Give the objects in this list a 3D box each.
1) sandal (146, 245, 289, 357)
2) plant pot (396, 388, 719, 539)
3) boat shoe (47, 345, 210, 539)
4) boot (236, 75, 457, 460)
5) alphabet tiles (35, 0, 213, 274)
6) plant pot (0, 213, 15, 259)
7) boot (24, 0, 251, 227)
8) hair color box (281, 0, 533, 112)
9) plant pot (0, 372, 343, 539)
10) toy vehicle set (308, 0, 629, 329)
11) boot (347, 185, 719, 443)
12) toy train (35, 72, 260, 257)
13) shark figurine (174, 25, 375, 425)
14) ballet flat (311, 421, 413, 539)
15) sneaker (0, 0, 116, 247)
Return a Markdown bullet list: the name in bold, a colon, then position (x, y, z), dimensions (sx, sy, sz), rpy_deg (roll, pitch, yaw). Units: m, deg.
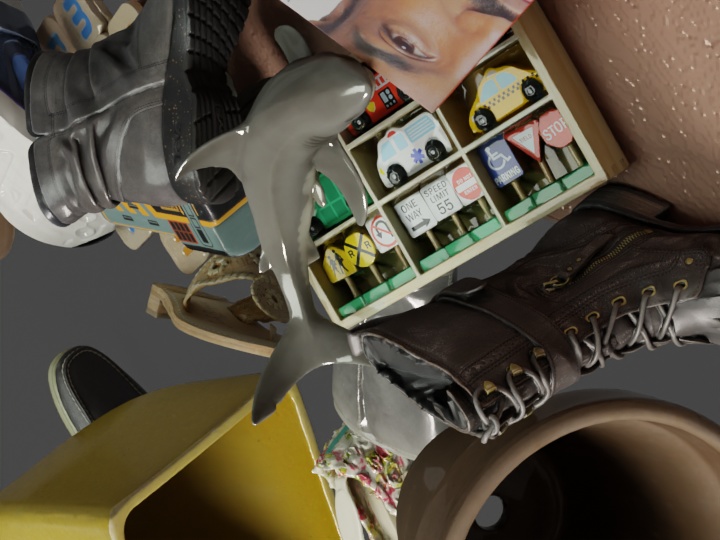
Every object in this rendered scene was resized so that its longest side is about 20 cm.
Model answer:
- **sandal**: position (-0.085, 0.008, 1.346), dimensions (0.212, 0.078, 0.070), rpy_deg (16, 94, 65)
- **plant pot**: position (0.102, 0.149, 1.116), dimensions (0.201, 0.200, 0.175), rpy_deg (68, 166, -15)
- **boat shoe**: position (-0.153, 0.133, 1.550), dimensions (0.200, 0.073, 0.065), rpy_deg (51, 144, -4)
- **boot**: position (-0.002, 0.001, 1.231), dimensions (0.182, 0.073, 0.200), rpy_deg (37, 148, 33)
- **alphabet tiles**: position (-0.151, -0.095, 1.400), dimensions (0.200, 0.015, 0.196), rpy_deg (57, 149, 4)
- **plant pot**: position (-0.368, -0.077, 1.649), dimensions (0.201, 0.093, 0.201), rpy_deg (35, 142, 33)
- **boot**: position (-0.135, -0.129, 1.191), dimensions (0.131, 0.070, 0.200), rpy_deg (-3, 77, 30)
- **hair color box**: position (0.049, -0.174, 0.941), dimensions (0.111, 0.064, 0.200), rpy_deg (36, 138, -6)
- **plant pot**: position (-0.148, 0.193, 1.427), dimensions (0.200, 0.195, 0.195), rpy_deg (0, 117, 40)
- **toy vehicle set**: position (0.032, -0.062, 1.092), dimensions (0.200, 0.027, 0.124), rpy_deg (-31, 89, 38)
- **boot**: position (0.113, 0.034, 0.983), dimensions (0.200, 0.174, 0.069), rpy_deg (20, 131, 46)
- **toy train**: position (-0.128, -0.070, 1.303), dimensions (0.200, 0.085, 0.114), rpy_deg (9, 133, 52)
- **shark figurine**: position (-0.051, -0.037, 1.078), dimensions (0.128, 0.089, 0.215), rpy_deg (51, 146, 42)
- **ballet flat**: position (0.027, 0.187, 1.339), dimensions (0.076, 0.064, 0.200), rpy_deg (-19, 101, 57)
- **sneaker**: position (-0.232, -0.122, 1.424), dimensions (0.080, 0.147, 0.200), rpy_deg (-20, 142, 20)
